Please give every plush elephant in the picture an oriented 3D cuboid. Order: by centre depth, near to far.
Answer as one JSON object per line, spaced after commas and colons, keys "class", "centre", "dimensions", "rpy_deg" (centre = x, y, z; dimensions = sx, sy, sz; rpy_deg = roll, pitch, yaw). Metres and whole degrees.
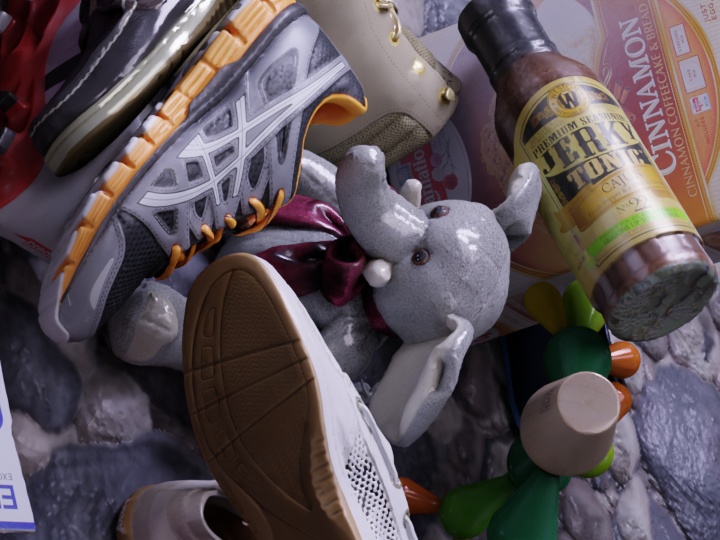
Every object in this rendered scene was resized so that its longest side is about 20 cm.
{"class": "plush elephant", "centre": [0.000, 0.000, 1.346], "dimensions": [0.200, 0.155, 0.165], "rpy_deg": [41, 42, -24]}

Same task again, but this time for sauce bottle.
{"class": "sauce bottle", "centre": [0.106, -0.058, 1.401], "dimensions": [0.065, 0.065, 0.200], "rpy_deg": [8, 43, -46]}

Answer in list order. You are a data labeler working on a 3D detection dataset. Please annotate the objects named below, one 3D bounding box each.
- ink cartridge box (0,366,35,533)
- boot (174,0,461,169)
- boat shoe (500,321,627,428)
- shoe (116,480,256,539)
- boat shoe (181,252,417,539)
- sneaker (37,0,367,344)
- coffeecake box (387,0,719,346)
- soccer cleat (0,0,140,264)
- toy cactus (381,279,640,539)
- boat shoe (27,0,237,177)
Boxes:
{"class": "ink cartridge box", "centre": [-0.226, 0.008, 1.061], "dimensions": [0.197, 0.047, 0.201], "rpy_deg": [8, 63, -48]}
{"class": "boot", "centre": [0.004, -0.145, 1.421], "dimensions": [0.155, 0.200, 0.073], "rpy_deg": [37, 11, -30]}
{"class": "boat shoe", "centre": [0.114, 0.001, 1.548], "dimensions": [0.084, 0.069, 0.201], "rpy_deg": [7, 62, -47]}
{"class": "shoe", "centre": [-0.024, 0.150, 1.312], "dimensions": [0.200, 0.053, 0.070], "rpy_deg": [30, 48, -35]}
{"class": "boat shoe", "centre": [-0.019, 0.087, 1.264], "dimensions": [0.069, 0.071, 0.201], "rpy_deg": [-11, 80, -58]}
{"class": "sneaker", "centre": [-0.070, -0.041, 1.255], "dimensions": [0.077, 0.078, 0.200], "rpy_deg": [40, 69, -7]}
{"class": "coffeecake box", "centre": [0.117, -0.067, 1.479], "dimensions": [0.073, 0.199, 0.154], "rpy_deg": [29, 45, -63]}
{"class": "soccer cleat", "centre": [-0.133, -0.090, 1.328], "dimensions": [0.085, 0.068, 0.201], "rpy_deg": [46, 43, -34]}
{"class": "toy cactus", "centre": [0.087, 0.080, 1.374], "dimensions": [0.102, 0.165, 0.200], "rpy_deg": [30, 69, 2]}
{"class": "boat shoe", "centre": [-0.098, -0.125, 1.283], "dimensions": [0.066, 0.072, 0.201], "rpy_deg": [41, 56, -5]}
